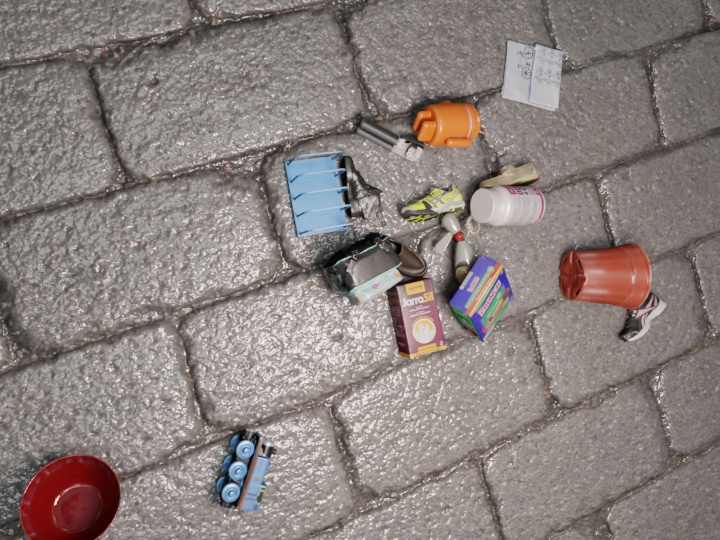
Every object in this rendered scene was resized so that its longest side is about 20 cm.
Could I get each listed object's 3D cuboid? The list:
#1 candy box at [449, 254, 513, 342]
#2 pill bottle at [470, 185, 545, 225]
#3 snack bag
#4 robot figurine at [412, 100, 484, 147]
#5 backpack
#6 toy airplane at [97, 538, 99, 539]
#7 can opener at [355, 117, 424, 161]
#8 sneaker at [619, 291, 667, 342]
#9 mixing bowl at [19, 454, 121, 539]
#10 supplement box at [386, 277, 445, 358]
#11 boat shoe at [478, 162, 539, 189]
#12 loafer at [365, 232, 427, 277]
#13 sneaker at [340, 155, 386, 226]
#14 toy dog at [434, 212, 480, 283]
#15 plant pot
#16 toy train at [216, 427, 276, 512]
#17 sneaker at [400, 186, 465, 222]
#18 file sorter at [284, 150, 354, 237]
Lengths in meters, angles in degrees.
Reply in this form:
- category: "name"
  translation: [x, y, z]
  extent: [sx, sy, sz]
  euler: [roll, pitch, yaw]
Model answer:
- category: "candy box"
  translation: [0.338, 0.080, 1.599]
  extent: [0.169, 0.077, 0.200]
  euler: [-54, 144, -11]
- category: "pill bottle"
  translation: [0.418, -0.183, 1.645]
  extent: [0.199, 0.113, 0.114]
  euler: [-4, 90, -32]
- category: "snack bag"
  translation: [0.521, -0.595, 1.755]
  extent: [0.199, 0.021, 0.189]
  euler: [8, 87, -17]
- category: "robot figurine"
  translation: [0.248, -0.409, 1.615]
  extent: [0.199, 0.144, 0.117]
  euler: [-7, 111, -19]
- category: "backpack"
  translation: [0.000, 0.000, 1.488]
  extent: [0.176, 0.200, 0.154]
  euler: [-32, 104, -20]
- category: "toy airplane"
  translation: [-0.656, 0.702, 1.274]
  extent: [0.199, 0.141, 0.200]
  euler: [-46, 140, 5]
- category: "can opener"
  translation: [0.083, -0.364, 1.603]
  extent: [0.199, 0.053, 0.067]
  euler: [21, 49, -18]
- category: "sneaker"
  translation: [0.874, 0.142, 1.835]
  extent: [0.200, 0.080, 0.086]
  euler: [-42, 89, -22]
- category: "mixing bowl"
  translation: [-0.642, 0.526, 1.303]
  extent: [0.199, 0.108, 0.201]
  euler: [8, 60, -14]
- category: "supplement box"
  translation: [0.151, 0.128, 1.590]
  extent: [0.110, 0.086, 0.201]
  euler: [-13, 93, -17]
- category: "boat shoe"
  translation: [0.430, -0.273, 1.698]
  extent: [0.199, 0.072, 0.065]
  euler: [-15, 81, -17]
- category: "loafer"
  translation: [0.103, -0.038, 1.585]
  extent: [0.200, 0.071, 0.073]
  euler: [27, 81, -15]
- category: "sneaker"
  translation: [0.010, -0.213, 1.568]
  extent: [0.104, 0.060, 0.201]
  euler: [-9, 97, -16]
- category: "toy dog"
  translation: [0.275, -0.056, 1.637]
  extent: [0.132, 0.096, 0.201]
  euler: [0, 76, -32]
- category: "plant pot"
  translation: [0.716, 0.016, 1.727]
  extent: [0.194, 0.201, 0.202]
  euler: [0, 89, -9]
- category: "toy train"
  translation: [-0.283, 0.499, 1.450]
  extent: [0.114, 0.087, 0.201]
  euler: [22, 80, -25]
- category: "sneaker"
  translation: [0.197, -0.186, 1.626]
  extent: [0.199, 0.075, 0.077]
  euler: [-12, 81, -26]
- category: "file sorter"
  translation: [-0.102, -0.199, 1.497]
  extent: [0.138, 0.123, 0.201]
  euler: [-11, 92, -18]
